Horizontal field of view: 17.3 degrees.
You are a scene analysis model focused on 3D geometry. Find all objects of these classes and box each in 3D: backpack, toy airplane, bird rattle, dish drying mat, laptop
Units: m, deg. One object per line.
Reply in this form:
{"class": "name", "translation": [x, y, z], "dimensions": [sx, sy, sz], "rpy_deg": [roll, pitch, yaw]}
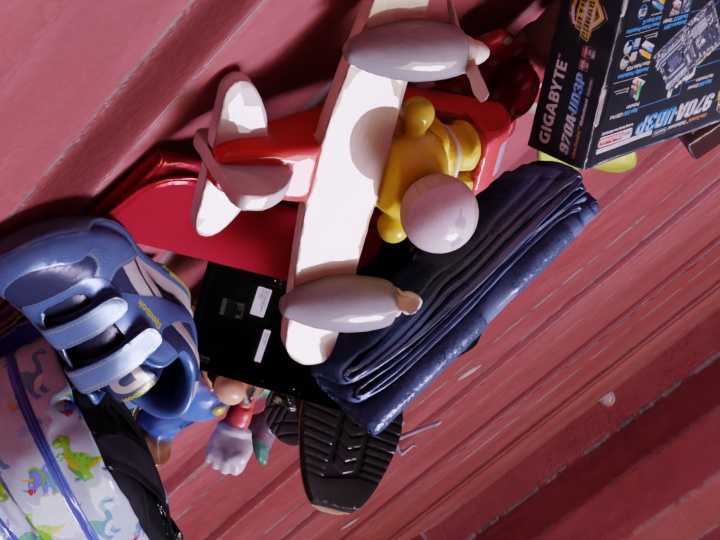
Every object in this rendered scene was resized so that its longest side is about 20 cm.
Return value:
{"class": "backpack", "translation": [-0.191, 0.126, 1.479], "dimensions": [0.153, 0.164, 0.200], "rpy_deg": [-15, 157, -14]}
{"class": "toy airplane", "translation": [0.003, -0.056, 1.339], "dimensions": [0.199, 0.141, 0.200], "rpy_deg": [-47, 147, -9]}
{"class": "bird rattle", "translation": [0.131, -0.146, 1.540], "dimensions": [0.163, 0.113, 0.200], "rpy_deg": [-47, 153, 13]}
{"class": "dish drying mat", "translation": [-0.067, -0.027, 1.420], "dimensions": [0.199, 0.018, 0.077], "rpy_deg": [14, 137, -45]}
{"class": "laptop", "translation": [0.000, 0.000, 1.583], "dimensions": [0.104, 0.199, 0.178], "rpy_deg": [-77, -176, -46]}

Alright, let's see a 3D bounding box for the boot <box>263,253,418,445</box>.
{"class": "boot", "translation": [0.004, 0.051, 1.902], "dimensions": [0.200, 0.070, 0.131], "rpy_deg": [-55, 159, 17]}

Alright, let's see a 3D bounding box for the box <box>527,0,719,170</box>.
{"class": "box", "translation": [0.194, -0.160, 1.485], "dimensions": [0.200, 0.046, 0.160], "rpy_deg": [-21, 130, -48]}

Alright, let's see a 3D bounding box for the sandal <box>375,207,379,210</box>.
{"class": "sandal", "translation": [-0.001, -0.051, 1.595], "dimensions": [0.200, 0.055, 0.082], "rpy_deg": [-38, 126, 3]}

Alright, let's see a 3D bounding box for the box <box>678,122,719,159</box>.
{"class": "box", "translation": [0.300, -0.182, 1.746], "dimensions": [0.200, 0.100, 0.075], "rpy_deg": [-35, 168, 8]}

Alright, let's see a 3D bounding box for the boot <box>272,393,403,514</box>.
{"class": "boot", "translation": [-0.030, 0.102, 1.747], "dimensions": [0.077, 0.201, 0.138], "rpy_deg": [21, 148, -19]}

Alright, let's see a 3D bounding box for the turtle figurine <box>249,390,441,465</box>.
{"class": "turtle figurine", "translation": [-0.010, 0.096, 2.045], "dimensions": [0.199, 0.150, 0.101], "rpy_deg": [-21, -147, 3]}

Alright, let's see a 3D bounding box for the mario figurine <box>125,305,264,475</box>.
{"class": "mario figurine", "translation": [-0.117, 0.085, 1.696], "dimensions": [0.123, 0.107, 0.200], "rpy_deg": [7, 150, -45]}

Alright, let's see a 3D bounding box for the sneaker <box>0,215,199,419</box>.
{"class": "sneaker", "translation": [-0.149, 0.028, 1.379], "dimensions": [0.074, 0.083, 0.200], "rpy_deg": [-23, 153, 19]}

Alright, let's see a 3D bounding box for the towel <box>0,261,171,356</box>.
{"class": "towel", "translation": [-0.222, 0.054, 1.514], "dimensions": [0.200, 0.023, 0.144], "rpy_deg": [-36, 168, 16]}

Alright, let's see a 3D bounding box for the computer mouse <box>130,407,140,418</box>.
{"class": "computer mouse", "translation": [-0.117, 0.082, 1.862], "dimensions": [0.140, 0.046, 0.200], "rpy_deg": [-38, 168, 21]}

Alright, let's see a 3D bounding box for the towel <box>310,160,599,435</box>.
{"class": "towel", "translation": [0.053, 0.010, 1.454], "dimensions": [0.200, 0.049, 0.112], "rpy_deg": [-45, -166, -7]}
